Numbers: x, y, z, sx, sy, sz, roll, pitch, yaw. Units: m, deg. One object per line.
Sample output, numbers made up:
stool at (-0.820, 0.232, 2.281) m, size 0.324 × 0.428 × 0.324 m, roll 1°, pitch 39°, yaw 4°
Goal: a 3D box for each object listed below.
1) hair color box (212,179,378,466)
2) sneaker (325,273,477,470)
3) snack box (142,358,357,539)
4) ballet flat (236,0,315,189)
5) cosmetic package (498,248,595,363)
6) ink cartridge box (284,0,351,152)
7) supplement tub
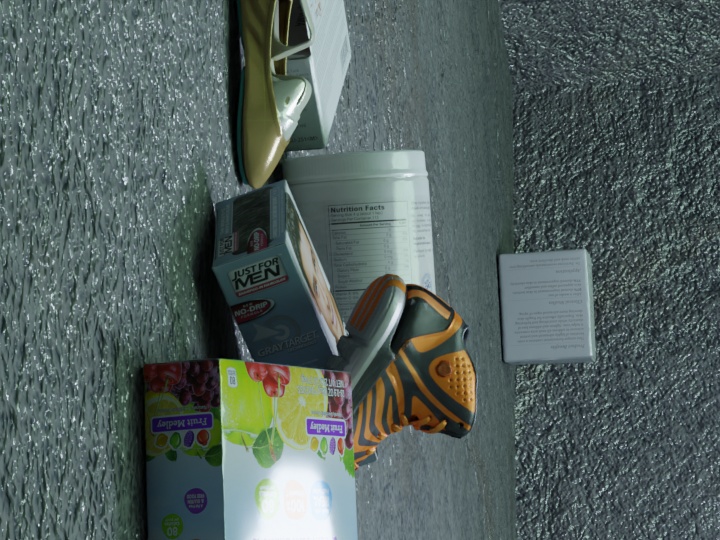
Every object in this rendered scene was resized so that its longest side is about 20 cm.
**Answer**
hair color box at (-0.047, 0.046, 1.572) m, size 0.099 × 0.060 × 0.201 m, roll -95°, pitch 164°, yaw -60°
sneaker at (0.017, 0.112, 1.507) m, size 0.201 × 0.112 × 0.078 m, roll -59°, pitch -162°, yaw 4°
snack box at (-0.068, 0.163, 1.375) m, size 0.168 × 0.067 × 0.202 m, roll 9°, pitch 77°, yaw -59°
ballet flat at (-0.068, -0.166, 1.676) m, size 0.069 × 0.062 × 0.202 m, roll 32°, pitch 55°, yaw -78°
cosmetic package at (0.347, 0.070, 3.895) m, size 0.166 × 0.166 × 0.202 m, roll 28°, pitch 60°, yaw -80°
ink cartridge box at (-0.049, -0.228, 1.888) m, size 0.200 × 0.043 × 0.175 m, roll -77°, pitch 161°, yaw -60°
supplement tub at (0.000, 0.000, 1.827) m, size 0.132 × 0.131 × 0.202 m, roll -3°, pitch 89°, yaw -81°
